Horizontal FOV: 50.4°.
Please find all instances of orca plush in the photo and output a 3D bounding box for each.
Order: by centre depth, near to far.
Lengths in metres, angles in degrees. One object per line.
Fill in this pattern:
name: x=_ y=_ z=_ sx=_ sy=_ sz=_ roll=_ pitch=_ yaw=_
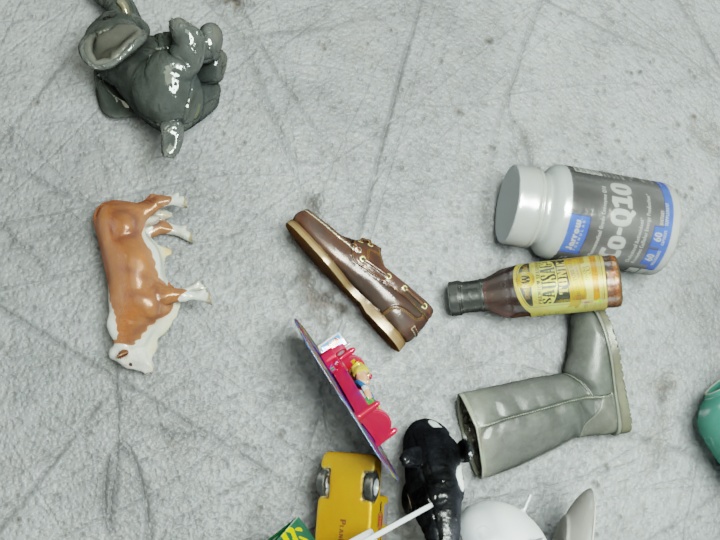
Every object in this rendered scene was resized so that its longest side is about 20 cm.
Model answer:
orca plush: x=0.058 y=0.223 z=0.795 sx=0.071 sy=0.105 sz=0.202 roll=37 pitch=40 yaw=-21

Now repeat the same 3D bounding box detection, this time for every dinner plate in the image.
dinner plate: x=0.205 y=0.322 z=0.784 sx=0.024 sy=0.201 sz=0.203 roll=14 pitch=74 yaw=10

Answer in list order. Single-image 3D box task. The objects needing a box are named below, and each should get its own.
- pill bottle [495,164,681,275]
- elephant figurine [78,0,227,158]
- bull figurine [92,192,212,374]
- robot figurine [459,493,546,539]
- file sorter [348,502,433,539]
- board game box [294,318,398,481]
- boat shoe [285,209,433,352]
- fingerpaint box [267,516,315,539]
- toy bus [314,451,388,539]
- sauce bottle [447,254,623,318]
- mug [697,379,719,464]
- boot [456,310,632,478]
pill bottle: x=0.270 y=-0.064 z=0.927 sx=0.196 sy=0.114 sz=0.116 roll=8 pitch=75 yaw=-6
elephant figurine: x=-0.267 y=-0.244 z=0.894 sx=0.197 sy=0.156 sz=0.144 roll=18 pitch=117 yaw=7
bull figurine: x=-0.236 y=0.010 z=0.857 sx=0.119 sy=0.065 sz=0.204 roll=-13 pitch=81 yaw=-16
robot figurine: x=0.119 y=0.320 z=0.785 sx=0.112 sy=0.170 sz=0.201 roll=29 pitch=109 yaw=-22
file sorter: x=0.036 y=0.318 z=0.640 sx=0.137 sy=0.124 sz=0.202 roll=-9 pitch=64 yaw=-47
board game box: x=-0.001 y=0.125 z=0.813 sx=0.039 sy=0.158 sz=0.202 roll=-33 pitch=83 yaw=-3
boat shoe: x=0.000 y=0.000 z=0.893 sx=0.070 sy=0.070 sz=0.200 roll=-44 pitch=95 yaw=-9
fingerpaint box: x=-0.091 y=0.371 z=0.743 sx=0.199 sy=0.073 sz=0.168 roll=-41 pitch=83 yaw=16
toy bus: x=-0.010 y=0.298 z=0.808 sx=0.064 sy=0.078 sz=0.204 roll=-1 pitch=75 yaw=19
sauce bottle: x=0.201 y=0.024 z=0.896 sx=0.196 sy=0.066 sz=0.067 roll=-9 pitch=77 yaw=11
mug: x=0.472 y=0.169 z=0.896 sx=0.151 sy=0.185 sz=0.115 roll=-36 pitch=77 yaw=8
boot: x=0.207 y=0.133 z=0.900 sx=0.196 sy=0.073 sz=0.185 roll=-10 pitch=76 yaw=-4
